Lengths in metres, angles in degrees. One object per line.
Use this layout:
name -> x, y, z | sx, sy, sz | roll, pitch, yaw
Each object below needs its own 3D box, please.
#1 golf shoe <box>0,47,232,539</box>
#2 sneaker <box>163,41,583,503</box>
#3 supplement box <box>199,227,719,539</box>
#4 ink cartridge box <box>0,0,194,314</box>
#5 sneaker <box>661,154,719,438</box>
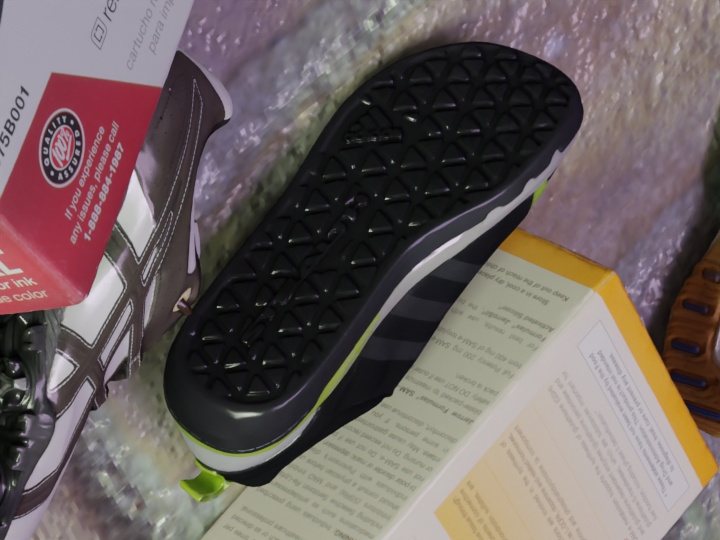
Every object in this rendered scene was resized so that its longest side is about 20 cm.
golf shoe -> -0.092, 0.019, 0.952 | 0.094, 0.078, 0.200 | 9, 104, -47
sneaker -> 0.000, 0.000, 1.056 | 0.200, 0.072, 0.083 | -44, 157, -20
supplement box -> 0.030, 0.097, 1.106 | 0.200, 0.073, 0.126 | -47, 134, -18
ink cartridge box -> -0.139, -0.100, 0.814 | 0.200, 0.083, 0.146 | 48, 50, -45
sneaker -> 0.188, -0.026, 1.216 | 0.088, 0.075, 0.200 | 6, 111, -57
